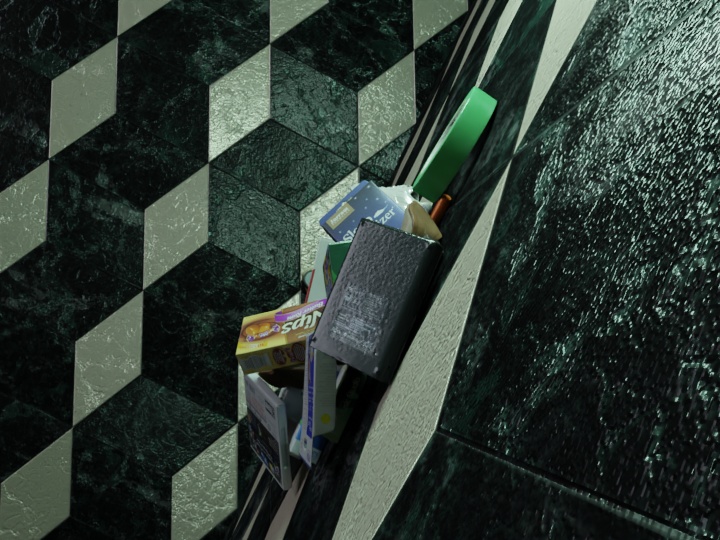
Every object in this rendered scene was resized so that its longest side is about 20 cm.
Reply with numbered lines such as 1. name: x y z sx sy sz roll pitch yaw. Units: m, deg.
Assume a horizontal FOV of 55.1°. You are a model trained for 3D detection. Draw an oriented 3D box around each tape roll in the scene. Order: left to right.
1. tape roll: 0.159 -0.213 1.181 0.203 0.048 0.200 -58 3 5

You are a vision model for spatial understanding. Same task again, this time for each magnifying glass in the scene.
1. magnifying glass: 0.102 -0.039 1.190 0.080 0.022 0.203 -74 8 -69

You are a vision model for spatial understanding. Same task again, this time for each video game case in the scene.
1. video game case: -0.192 0.319 1.414 0.199 0.023 0.186 25 122 58

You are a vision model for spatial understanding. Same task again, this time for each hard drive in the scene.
1. hard drive: 0.020 0.037 0.973 0.033 0.138 0.204 28 -97 -54

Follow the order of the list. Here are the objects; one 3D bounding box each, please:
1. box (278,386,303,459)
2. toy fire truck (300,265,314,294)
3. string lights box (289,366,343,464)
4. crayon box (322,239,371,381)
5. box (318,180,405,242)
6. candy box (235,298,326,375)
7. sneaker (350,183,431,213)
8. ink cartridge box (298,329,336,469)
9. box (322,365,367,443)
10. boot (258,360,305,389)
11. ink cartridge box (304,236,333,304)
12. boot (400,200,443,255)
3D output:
1. box: -0.126 0.294 1.494 0.154 0.105 0.201 -67 6 -34
2. toy fire truck: -0.032 0.057 1.674 0.196 0.179 0.129 -22 -6 -12
3. string lights box: -0.070 0.256 1.323 0.203 0.058 0.103 -65 4 -6
4. crayon box: -0.019 0.069 1.086 0.126 0.050 0.205 114 147 -73
5. box: 0.016 -0.072 1.179 0.121 0.200 0.033 -42 -36 -4
6. candy box: -0.131 0.123 1.315 0.118 0.196 0.057 -90 -17 -57
7. sneaker: 0.060 -0.132 1.380 0.100 0.199 0.075 -46 -39 -12
8. ink cartridge box: -0.067 0.201 1.104 0.198 0.046 0.205 141 129 -78
9. box: -0.016 0.188 1.206 0.144 0.036 0.204 155 138 -84
10. boot: -0.115 0.156 1.383 0.198 0.072 0.156 -15 39 55
11. ink cartridge box: -0.056 0.009 1.468 0.200 0.081 0.150 -35 -41 -88
12. boot: 0.060 -0.012 1.066 0.147 0.070 0.201 -50 18 20
